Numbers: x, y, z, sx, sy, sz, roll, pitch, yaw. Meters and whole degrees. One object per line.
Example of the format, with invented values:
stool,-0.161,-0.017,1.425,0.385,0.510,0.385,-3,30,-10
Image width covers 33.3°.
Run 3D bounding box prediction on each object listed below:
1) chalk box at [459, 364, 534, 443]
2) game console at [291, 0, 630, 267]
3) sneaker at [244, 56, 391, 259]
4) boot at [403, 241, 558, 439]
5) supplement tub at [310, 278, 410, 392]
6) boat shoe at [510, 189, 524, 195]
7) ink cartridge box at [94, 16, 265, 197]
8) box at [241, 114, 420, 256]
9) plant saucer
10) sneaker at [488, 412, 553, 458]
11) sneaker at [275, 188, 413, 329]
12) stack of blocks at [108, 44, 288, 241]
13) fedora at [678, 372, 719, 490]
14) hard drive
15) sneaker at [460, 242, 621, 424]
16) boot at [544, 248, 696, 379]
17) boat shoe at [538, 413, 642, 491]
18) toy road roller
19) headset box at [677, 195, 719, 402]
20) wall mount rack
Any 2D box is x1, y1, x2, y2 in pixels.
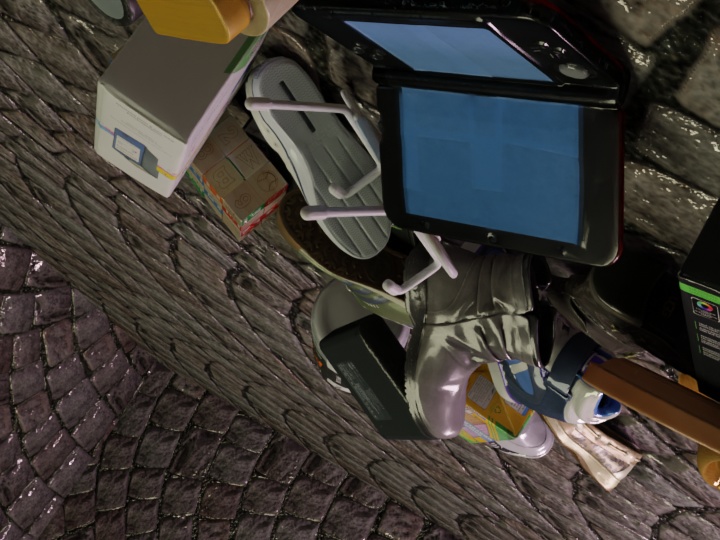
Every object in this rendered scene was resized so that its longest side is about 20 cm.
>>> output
chalk box,0.121,0.104,1.312,0.123,0.125,0.200,35,166,-4
game console,0.060,-0.092,0.772,0.198,0.120,0.172,12,174,39
sneaker,-0.036,-0.104,1.081,0.201,0.073,0.071,62,170,-19
boot,0.108,0.073,1.070,0.130,0.070,0.202,9,120,30
supplement tub,-0.001,0.084,1.513,0.122,0.123,0.200,31,165,8
boat shoe,0.119,-0.062,0.914,0.092,0.075,0.200,35,175,-22
ink cartridge box,-0.152,-0.161,1.018,0.087,0.146,0.200,34,165,-8
box,-0.014,-0.067,1.214,0.199,0.048,0.194,30,161,18
plant saucer,0.266,0.115,0.924,0.198,0.033,0.200,26,-179,-1
sneaker,0.175,0.167,1.483,0.200,0.075,0.115,41,167,-13
sneaker,0.000,0.000,1.168,0.199,0.068,0.090,30,157,-4
stack of blocks,-0.157,-0.132,1.177,0.201,0.058,0.115,51,170,1
fedora,0.352,0.159,1.063,0.199,0.082,0.201,32,166,9
hard drive,0.023,0.118,1.285,0.140,0.033,0.200,55,165,-1
sneaker,0.178,0.059,1.116,0.145,0.081,0.201,11,135,42
boot,0.249,0.050,1.009,0.199,0.069,0.174,37,171,5
boat shoe,0.254,0.175,1.398,0.200,0.063,0.073,47,-173,-32
toy road roller,-0.116,-0.239,0.758,0.199,0.123,0.147,21,149,42
headset box,0.304,0.036,0.761,0.173,0.093,0.200,25,162,29
wall mount rack,-0.005,-0.068,0.953,0.201,0.074,0.174,61,-173,32
